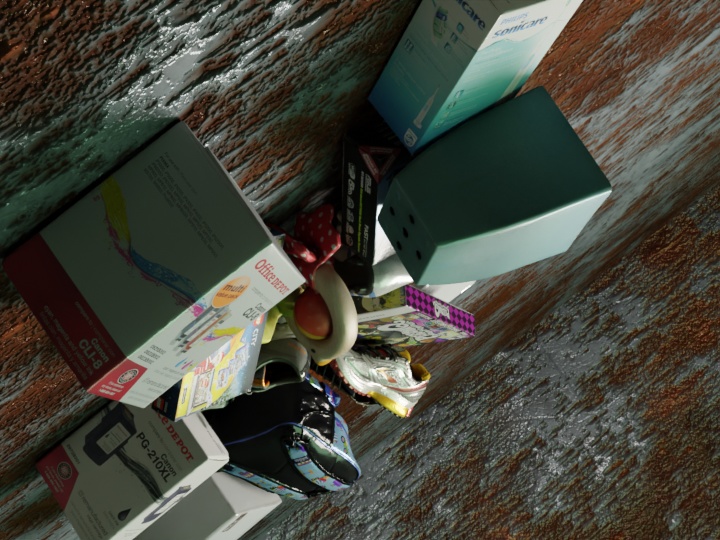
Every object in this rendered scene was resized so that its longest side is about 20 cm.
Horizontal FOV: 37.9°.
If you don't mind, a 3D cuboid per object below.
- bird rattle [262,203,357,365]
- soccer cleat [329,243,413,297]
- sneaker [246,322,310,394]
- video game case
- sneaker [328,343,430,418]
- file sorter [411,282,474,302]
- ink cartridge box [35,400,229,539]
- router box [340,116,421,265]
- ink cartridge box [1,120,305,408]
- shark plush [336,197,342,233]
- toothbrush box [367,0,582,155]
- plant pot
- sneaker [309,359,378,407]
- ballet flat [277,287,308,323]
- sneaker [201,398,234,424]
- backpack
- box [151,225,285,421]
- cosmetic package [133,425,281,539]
[{"bbox_3d":[-0.056,0.024,1.253,0.112,0.164,0.200,-27,165,-44],"label":"bird rattle"},{"bbox_3d":[0.000,0.000,1.302,0.086,0.071,0.200,-6,-171,-25],"label":"soccer cleat"},{"bbox_3d":[-0.158,0.120,1.330,0.198,0.080,0.074,-10,131,3],"label":"sneaker"},{"bbox_3d":[0.032,0.067,1.403,0.180,0.036,0.200,-11,161,29],"label":"video game case"},{"bbox_3d":[0.019,0.126,1.431,0.082,0.078,0.200,-51,133,6],"label":"sneaker"},{"bbox_3d":[0.085,-0.019,1.498,0.138,0.125,0.200,-36,165,-10],"label":"file sorter"},{"bbox_3d":[-0.295,0.249,1.364,0.200,0.145,0.084,-39,164,2],"label":"ink cartridge box"},{"bbox_3d":[0.068,-0.116,1.212,0.199,0.062,0.151,-30,141,-31],"label":"router box"},{"bbox_3d":[-0.176,0.000,0.932,0.200,0.145,0.145,-39,164,-1],"label":"ink cartridge box"},{"bbox_3d":[0.003,-0.087,1.304,0.084,0.090,0.200,-61,151,-9],"label":"shark plush"},{"bbox_3d":[0.116,-0.227,1.055,0.146,0.086,0.200,-25,161,-37],"label":"toothbrush box"},{"bbox_3d":[0.128,-0.076,1.118,0.199,0.142,0.142,-22,160,-22],"label":"plant pot"},{"bbox_3d":[-0.046,0.126,1.508,0.199,0.107,0.075,16,119,-26],"label":"sneaker"},{"bbox_3d":[-0.080,0.040,1.448,0.200,0.067,0.062,-42,139,-2],"label":"ballet flat"},{"bbox_3d":[-0.184,0.136,1.423,0.073,0.080,0.200,-14,150,-52],"label":"sneaker"},{"bbox_3d":[-0.097,0.241,1.497,0.182,0.135,0.200,-23,136,28],"label":"backpack"},{"bbox_3d":[-0.156,0.055,1.157,0.136,0.037,0.202,-17,125,-57],"label":"box"},{"bbox_3d":[-0.257,0.317,1.540,0.165,0.201,0.165,-41,164,12],"label":"cosmetic package"}]
